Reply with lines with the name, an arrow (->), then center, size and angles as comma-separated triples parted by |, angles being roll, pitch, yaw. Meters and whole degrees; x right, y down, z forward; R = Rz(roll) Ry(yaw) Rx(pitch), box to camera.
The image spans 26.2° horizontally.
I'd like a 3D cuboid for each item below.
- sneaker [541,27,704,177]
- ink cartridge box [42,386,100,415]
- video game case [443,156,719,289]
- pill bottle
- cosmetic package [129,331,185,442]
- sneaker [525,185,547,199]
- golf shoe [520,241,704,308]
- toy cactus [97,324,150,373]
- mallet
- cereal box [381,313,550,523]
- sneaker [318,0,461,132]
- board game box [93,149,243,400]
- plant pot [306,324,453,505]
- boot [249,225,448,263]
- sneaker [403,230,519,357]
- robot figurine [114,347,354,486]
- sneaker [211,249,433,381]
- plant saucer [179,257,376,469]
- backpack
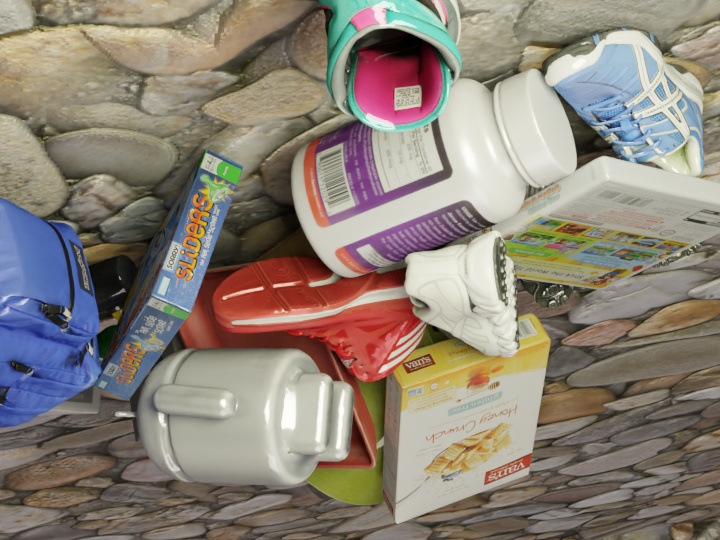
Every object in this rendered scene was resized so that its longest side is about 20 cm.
sneaker -> 0.210, -0.125, 1.170 | 0.075, 0.078, 0.199 | -24, 155, 37
ink cartridge box -> -0.387, 0.124, 1.597 | 0.159, 0.048, 0.199 | 8, 170, -42
video game case -> 0.197, -0.034, 1.262 | 0.198, 0.023, 0.181 | 7, 154, -40
pill bottle -> 0.056, -0.077, 1.166 | 0.198, 0.113, 0.111 | -20, 158, 25
cosmetic package -> -0.167, 0.107, 1.586 | 0.106, 0.091, 0.200 | -2, 155, -24
sneaker -> 0.152, -0.054, 1.362 | 0.113, 0.073, 0.200 | -10, 167, -30
golf shoe -> 0.241, -0.035, 1.468 | 0.198, 0.078, 0.088 | -21, -170, 6
toy cactus -> -0.274, 0.080, 1.468 | 0.198, 0.103, 0.165 | -16, 171, -11
mallet -> -0.183, 0.071, 1.390 | 0.065, 0.041, 0.201 | -28, 114, 24
cereal box -> 0.091, 0.135, 1.380 | 0.142, 0.040, 0.201 | -18, 139, -16
sneaker -> 0.027, -0.139, 0.966 | 0.083, 0.122, 0.200 | -17, 160, 17
board game box -> -0.157, 0.008, 1.245 | 0.034, 0.137, 0.200 | 23, 149, -12
plant pot -> 0.037, 0.095, 1.463 | 0.186, 0.189, 0.200 | 4, 149, -37
boot -> 0.000, 0.000, 1.379 | 0.174, 0.067, 0.200 | 26, 147, -13
sneaker -> 0.083, 0.021, 1.223 | 0.080, 0.076, 0.200 | -6, 160, 11
robot figurine -> -0.105, 0.123, 1.304 | 0.198, 0.114, 0.169 | -1, 162, 24
sneaker -> -0.025, 0.051, 1.247 | 0.198, 0.079, 0.117 | -8, 126, -20
plant saucer -> -0.077, 0.082, 1.389 | 0.199, 0.202, 0.037 | -8, -162, 47
backpack -> -0.286, 0.037, 1.217 | 0.166, 0.164, 0.200 | -21, 157, 18
